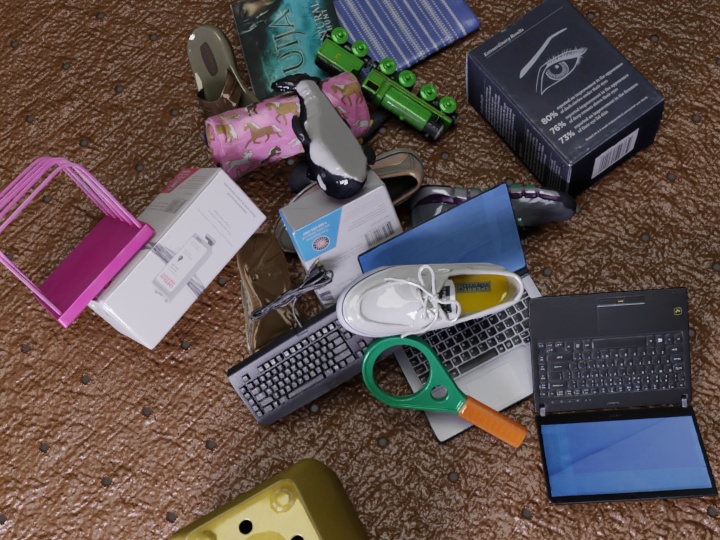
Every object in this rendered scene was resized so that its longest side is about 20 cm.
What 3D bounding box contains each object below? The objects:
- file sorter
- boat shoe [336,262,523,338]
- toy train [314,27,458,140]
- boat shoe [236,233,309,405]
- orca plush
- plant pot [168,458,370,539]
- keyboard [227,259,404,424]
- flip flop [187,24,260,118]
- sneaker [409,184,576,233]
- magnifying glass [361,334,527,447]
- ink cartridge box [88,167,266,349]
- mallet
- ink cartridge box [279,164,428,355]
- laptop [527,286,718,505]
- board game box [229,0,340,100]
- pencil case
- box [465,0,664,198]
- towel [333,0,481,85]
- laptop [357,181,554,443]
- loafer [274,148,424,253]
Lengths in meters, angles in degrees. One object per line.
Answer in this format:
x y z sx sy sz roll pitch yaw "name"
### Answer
-0.342 -0.045 1.196 0.139 0.199 0.126 -48 113 -12 "file sorter"
0.078 0.030 1.095 0.199 0.086 0.076 -5 92 -18 "boat shoe"
0.031 -0.229 1.321 0.198 0.042 0.057 33 71 0 "toy train"
-0.098 0.059 1.227 0.072 0.063 0.203 -8 72 -13 "boat shoe"
-0.054 -0.136 1.171 0.071 0.104 0.201 -54 54 28 "orca plush"
-0.079 0.298 1.040 0.192 0.201 0.197 -28 66 -7 "plant pot"
-0.058 0.072 1.147 0.198 0.021 0.128 -32 97 10 "keyboard"
-0.174 -0.222 1.334 0.080 0.057 0.202 -29 75 22 "flip flop"
0.152 -0.049 1.248 0.197 0.074 0.089 1 76 18 "sneaker"
0.091 0.133 1.146 0.198 0.022 0.080 30 106 -9 "magnifying glass"
-0.221 -0.019 1.219 0.083 0.146 0.201 46 74 -23 "ink cartridge box"
0.000 -0.153 1.322 0.200 0.041 0.066 -42 68 -17 "mallet"
0.000 0.000 1.199 0.115 0.202 0.067 -27 32 -7 "ink cartridge box"
0.273 0.129 1.126 0.174 0.103 0.204 -4 96 3 "laptop"
-0.082 -0.275 1.372 0.133 0.028 0.203 -18 70 2 "board game box"
-0.084 -0.169 1.262 0.197 0.086 0.084 -22 107 -13 "pencil case"
0.240 -0.207 1.282 0.147 0.105 0.201 -33 67 -9 "box"
0.042 -0.325 1.402 0.198 0.024 0.146 -30 68 -5 "towel"
0.122 0.048 1.166 0.185 0.116 0.202 -26 71 -7 "laptop"
-0.015 -0.077 1.243 0.198 0.072 0.063 -29 22 9 "loafer"
